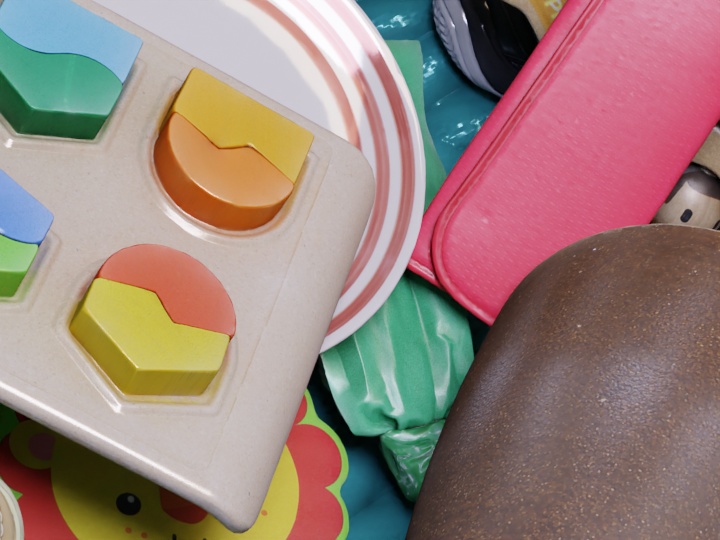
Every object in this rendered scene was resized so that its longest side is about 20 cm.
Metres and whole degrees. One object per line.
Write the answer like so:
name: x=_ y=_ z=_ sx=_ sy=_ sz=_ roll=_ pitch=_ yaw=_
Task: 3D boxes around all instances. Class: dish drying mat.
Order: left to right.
dish drying mat: x=0.100 y=-0.065 z=1.025 sx=0.077 sy=0.018 sz=0.200 roll=34 pitch=94 yaw=-3

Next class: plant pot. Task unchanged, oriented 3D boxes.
plant pot: x=0.088 y=0.110 z=0.930 sx=0.187 sy=0.187 sz=0.200 roll=44 pitch=39 yaw=1

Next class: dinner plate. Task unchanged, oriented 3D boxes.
dinner plate: x=-0.068 y=-0.051 z=1.005 sx=0.200 sy=0.024 sz=0.201 roll=10 pitch=66 yaw=-23

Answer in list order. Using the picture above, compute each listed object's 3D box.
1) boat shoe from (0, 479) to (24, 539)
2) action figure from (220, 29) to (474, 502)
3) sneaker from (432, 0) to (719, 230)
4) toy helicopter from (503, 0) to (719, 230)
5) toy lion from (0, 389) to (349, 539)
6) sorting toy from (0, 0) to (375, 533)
boat shoe: x=-0.176 y=0.147 z=0.843 sx=0.074 sy=0.066 sz=0.200 roll=30 pitch=78 yaw=3
action figure: x=0.000 y=0.000 z=1.059 sx=0.118 sy=0.055 sz=0.200 roll=-6 pitch=68 yaw=-30
sneaker: x=0.133 y=-0.091 z=1.131 sx=0.200 sy=0.114 sz=0.076 roll=37 pitch=47 yaw=-2
toy helicopter: x=0.115 y=-0.069 z=1.068 sx=0.200 sy=0.132 sz=0.079 roll=60 pitch=32 yaw=-11
toy lion: x=-0.085 y=0.110 z=0.959 sx=0.200 sy=0.069 sz=0.192 roll=-18 pitch=66 yaw=-32
sorting toy: x=-0.093 y=-0.025 z=0.926 sx=0.200 sy=0.036 sz=0.185 roll=32 pitch=46 yaw=-12
